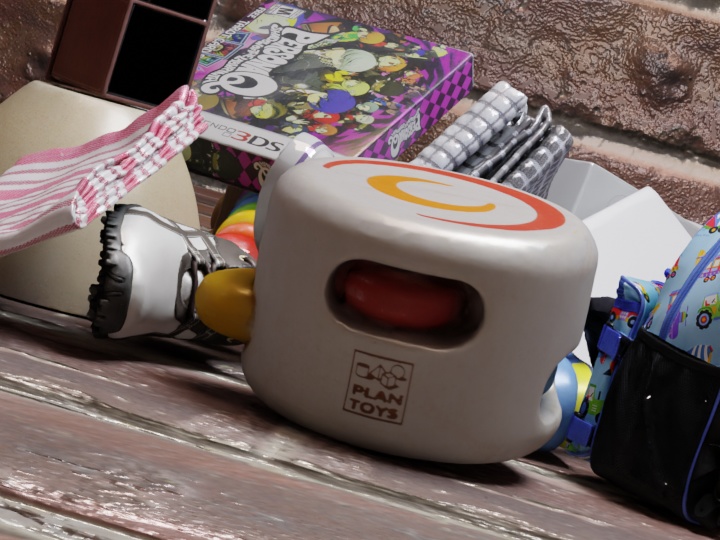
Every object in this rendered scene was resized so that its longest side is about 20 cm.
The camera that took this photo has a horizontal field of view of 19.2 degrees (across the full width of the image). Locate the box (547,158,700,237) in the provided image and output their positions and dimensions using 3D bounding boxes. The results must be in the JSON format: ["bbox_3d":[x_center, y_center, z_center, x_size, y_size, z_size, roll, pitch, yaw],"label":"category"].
[{"bbox_3d":[0.192,0.005,1.660,0.200,0.125,0.097,28,-8,-35],"label":"box"}]

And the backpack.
[{"bbox_3d":[0.231,0.044,1.233,0.182,0.200,0.134,11,8,-43],"label":"backpack"}]

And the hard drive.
[{"bbox_3d":[0.183,0.025,1.511,0.200,0.027,0.132,-26,76,-44],"label":"hard drive"}]

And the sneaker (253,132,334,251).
[{"bbox_3d":[0.000,0.000,1.343,0.114,0.073,0.201,24,-31,23],"label":"sneaker"}]

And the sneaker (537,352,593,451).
[{"bbox_3d":[0.091,0.069,1.354,0.078,0.066,0.200,11,4,-7],"label":"sneaker"}]

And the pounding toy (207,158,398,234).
[{"bbox_3d":[-0.068,-0.041,1.639,0.142,0.200,0.184,16,-11,7],"label":"pounding toy"}]

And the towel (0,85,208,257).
[{"bbox_3d":[-0.184,-0.047,1.227,0.146,0.030,0.200,-18,14,24],"label":"towel"}]

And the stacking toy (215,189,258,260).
[{"bbox_3d":[-0.071,-0.015,1.450,0.085,0.086,0.200,16,17,11],"label":"stacking toy"}]

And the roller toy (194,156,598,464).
[{"bbox_3d":[0.028,0.025,1.169,0.200,0.140,0.182,2,16,-35],"label":"roller toy"}]

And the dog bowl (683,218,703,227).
[{"bbox_3d":[0.241,0.027,1.861,0.200,0.079,0.200,12,-25,5],"label":"dog bowl"}]

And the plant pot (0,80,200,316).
[{"bbox_3d":[-0.192,-0.051,1.426,0.200,0.135,0.200,15,3,-1],"label":"plant pot"}]

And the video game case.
[{"bbox_3d":[-0.044,-0.121,1.520,0.181,0.036,0.200,19,39,26],"label":"video game case"}]

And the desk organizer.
[{"bbox_3d":[-0.137,-0.209,1.428,0.072,0.200,0.077,13,6,-38],"label":"desk organizer"}]

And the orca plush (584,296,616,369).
[{"bbox_3d":[0.206,0.092,1.339,0.105,0.071,0.200,-19,-50,24],"label":"orca plush"}]

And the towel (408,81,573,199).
[{"bbox_3d":[0.060,-0.028,1.484,0.086,0.166,0.200,45,-20,6],"label":"towel"}]

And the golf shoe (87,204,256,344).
[{"bbox_3d":[-0.100,0.005,1.246,0.094,0.078,0.200,10,4,8],"label":"golf shoe"}]
